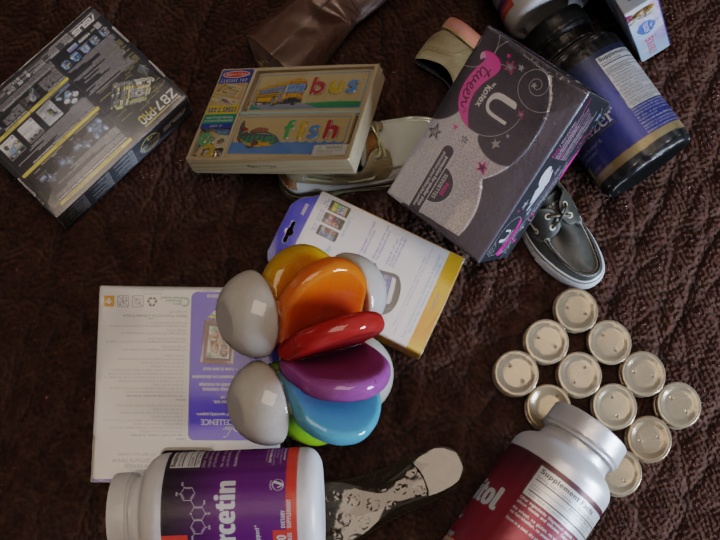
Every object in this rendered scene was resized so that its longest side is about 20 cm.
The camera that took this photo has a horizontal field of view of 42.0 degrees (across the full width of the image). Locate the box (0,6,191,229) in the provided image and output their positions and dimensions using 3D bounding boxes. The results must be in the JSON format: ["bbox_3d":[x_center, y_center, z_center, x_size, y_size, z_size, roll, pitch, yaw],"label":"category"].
[{"bbox_3d":[-0.315,-0.173,1.049,0.161,0.049,0.200,41,77,9],"label":"box"}]

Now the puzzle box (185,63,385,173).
[{"bbox_3d":[-0.081,-0.165,1.016,0.198,0.025,0.134,2,58,23],"label":"puzzle box"}]

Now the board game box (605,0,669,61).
[{"bbox_3d":[0.276,-0.350,1.055,0.041,0.200,0.201,-30,78,18],"label":"board game box"}]

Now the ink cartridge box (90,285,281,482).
[{"bbox_3d":[-0.177,0.118,0.979,0.196,0.043,0.202,1,81,-2],"label":"ink cartridge box"}]

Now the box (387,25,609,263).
[{"bbox_3d":[0.142,-0.128,0.976,0.132,0.115,0.201,38,107,18],"label":"box"}]

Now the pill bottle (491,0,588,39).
[{"bbox_3d":[0.181,-0.385,1.100,0.111,0.112,0.201,-23,78,-9],"label":"pill bottle"}]

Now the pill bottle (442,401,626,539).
[{"bbox_3d":[0.173,0.235,0.931,0.113,0.113,0.201,37,79,7],"label":"pill bottle"}]

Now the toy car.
[{"bbox_3d":[-0.033,0.079,0.899,0.174,0.149,0.202,-13,104,-32],"label":"toy car"}]

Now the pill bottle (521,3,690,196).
[{"bbox_3d":[0.268,-0.194,1.055,0.111,0.112,0.201,-31,78,-11],"label":"pill bottle"}]

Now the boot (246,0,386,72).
[{"bbox_3d":[-0.079,-0.326,1.100,0.186,0.064,0.200,40,81,10],"label":"boot"}]

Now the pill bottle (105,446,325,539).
[{"bbox_3d":[-0.134,0.228,0.892,0.198,0.113,0.114,-3,75,0],"label":"pill bottle"}]

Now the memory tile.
[{"bbox_3d":[0.254,0.131,1.017,0.200,0.017,0.153,44,77,7],"label":"memory tile"}]

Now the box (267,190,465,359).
[{"bbox_3d":[0.000,0.000,1.026,0.199,0.042,0.120,25,75,6],"label":"box"}]

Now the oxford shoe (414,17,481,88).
[{"bbox_3d":[0.147,-0.200,1.076,0.074,0.071,0.200,-42,71,-7],"label":"oxford shoe"}]

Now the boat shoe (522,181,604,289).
[{"bbox_3d":[0.204,-0.068,1.045,0.068,0.057,0.201,-33,79,-11],"label":"boat shoe"}]

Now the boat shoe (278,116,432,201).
[{"bbox_3d":[0.005,-0.129,1.044,0.198,0.068,0.075,-20,77,-8],"label":"boat shoe"}]

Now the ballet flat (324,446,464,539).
[{"bbox_3d":[0.014,0.233,0.966,0.198,0.046,0.068,-23,74,-4],"label":"ballet flat"}]
